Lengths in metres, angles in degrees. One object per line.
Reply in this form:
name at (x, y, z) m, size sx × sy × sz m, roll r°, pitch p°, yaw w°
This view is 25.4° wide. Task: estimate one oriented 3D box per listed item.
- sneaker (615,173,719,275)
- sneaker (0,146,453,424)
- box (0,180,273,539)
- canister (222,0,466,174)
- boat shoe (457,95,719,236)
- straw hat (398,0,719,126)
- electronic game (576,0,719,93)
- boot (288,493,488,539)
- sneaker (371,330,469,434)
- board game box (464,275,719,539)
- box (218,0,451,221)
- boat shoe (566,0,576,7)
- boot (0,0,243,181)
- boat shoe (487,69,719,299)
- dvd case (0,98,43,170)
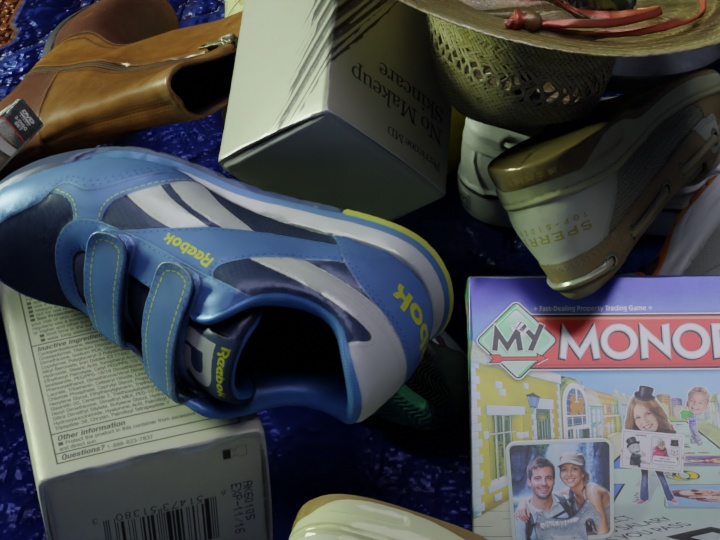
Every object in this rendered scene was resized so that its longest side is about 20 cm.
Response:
sneaker at (0.172, 0.019, 0.732) m, size 0.200 × 0.076 × 0.092 m, roll -41°, pitch 64°, yaw -21°
sneaker at (-0.067, 0.008, 0.628) m, size 0.200 × 0.074 × 0.082 m, roll 11°, pitch 42°, yaw 13°
box at (-0.108, 0.039, 0.707) m, size 0.095 × 0.078 × 0.200 m, roll -11°, pitch 41°, yaw -11°
canister at (-0.009, -0.140, 0.914) m, size 0.148 × 0.087 × 0.200 m, roll -2°, pitch 41°, yaw -2°
boat shoe at (0.151, -0.064, 0.831) m, size 0.200 × 0.066 × 0.072 m, roll 2°, pitch 39°, yaw 4°
straw hat at (0.068, -0.106, 0.668) m, size 0.201 × 0.085 × 0.201 m, roll 4°, pitch 38°, yaw -3°
electronic game at (0.107, -0.155, 0.870) m, size 0.200 × 0.042 × 0.200 m, roll 9°, pitch 37°, yaw -7°
boot at (0.045, 0.171, 0.550) m, size 0.200 × 0.072 × 0.155 m, roll 16°, pitch 46°, yaw 12°
sneaker at (0.000, 0.000, 0.758) m, size 0.087 × 0.075 × 0.200 m, roll -26°, pitch 44°, yaw -33°
board game box at (0.144, 0.069, 0.654) m, size 0.200 × 0.029 × 0.135 m, roll -1°, pitch 71°, yaw 2°
box at (-0.004, -0.122, 0.721) m, size 0.068 × 0.082 × 0.200 m, roll -22°, pitch 51°, yaw 38°
boat shoe at (0.067, -0.190, 0.812) m, size 0.074 × 0.065 × 0.202 m, roll 3°, pitch 38°, yaw -14°
boot at (-0.104, -0.115, 0.818) m, size 0.200 × 0.069 × 0.188 m, roll -16°, pitch 18°, yaw 42°
boat shoe at (0.120, -0.044, 0.712) m, size 0.073 × 0.063 × 0.201 m, roll -17°, pitch 7°, yaw 28°
dvd case at (-0.241, 0.007, 0.728) m, size 0.146 × 0.022 × 0.200 m, roll -26°, pitch 23°, yaw 40°
